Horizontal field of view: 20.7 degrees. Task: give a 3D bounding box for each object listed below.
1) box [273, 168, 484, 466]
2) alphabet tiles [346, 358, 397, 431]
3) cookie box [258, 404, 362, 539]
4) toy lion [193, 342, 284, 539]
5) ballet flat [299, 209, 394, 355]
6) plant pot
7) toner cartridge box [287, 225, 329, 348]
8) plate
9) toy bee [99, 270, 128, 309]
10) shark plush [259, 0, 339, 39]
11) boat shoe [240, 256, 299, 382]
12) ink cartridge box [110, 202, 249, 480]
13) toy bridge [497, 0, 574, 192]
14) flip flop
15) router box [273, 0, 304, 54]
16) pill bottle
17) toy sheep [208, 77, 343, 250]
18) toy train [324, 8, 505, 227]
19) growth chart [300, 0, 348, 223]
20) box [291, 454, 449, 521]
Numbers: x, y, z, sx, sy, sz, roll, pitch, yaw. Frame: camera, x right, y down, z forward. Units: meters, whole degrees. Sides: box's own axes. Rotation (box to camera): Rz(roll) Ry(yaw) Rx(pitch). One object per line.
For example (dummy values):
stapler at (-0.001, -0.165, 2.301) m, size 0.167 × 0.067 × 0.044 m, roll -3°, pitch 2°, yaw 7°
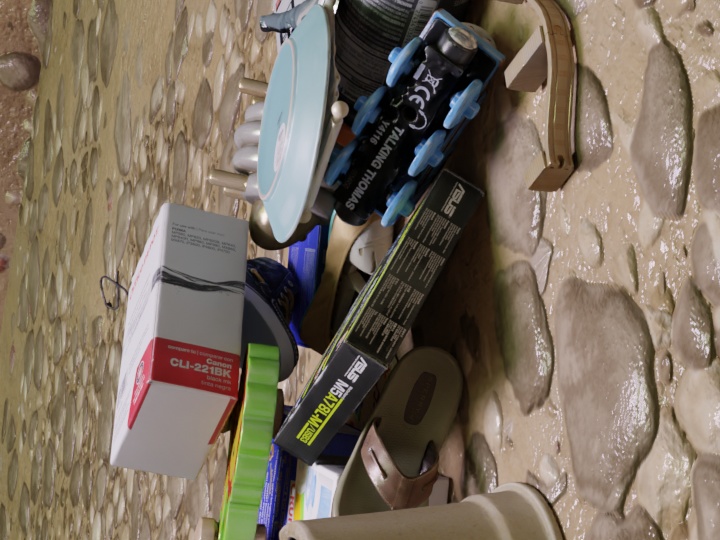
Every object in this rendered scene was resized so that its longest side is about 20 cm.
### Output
box at (0.014, 0.040, 1.616) m, size 0.200 × 0.047 × 0.193 m, roll -59°, pitch 4°, yaw -36°
alphabet tiles at (0.004, 0.157, 1.816) m, size 0.167 × 0.008 × 0.200 m, roll -109°, pitch 31°, yaw -50°
cookie box at (-0.054, 0.222, 1.841) m, size 0.200 × 0.075 × 0.172 m, roll -166°, pitch 83°, yaw -71°
toy lion at (-0.100, 0.166, 1.721) m, size 0.192 × 0.068 × 0.201 m, roll 138°, pitch 139°, yaw -80°
ballet flat at (0.000, 0.000, 1.803) m, size 0.063 × 0.069 × 0.200 m, roll 43°, pitch 131°, yaw 32°
plant pot at (0.031, 0.252, 1.447) m, size 0.200 × 0.183 × 0.201 m, roll -175°, pitch 90°, yaw -71°
toner cartridge box at (-0.037, -0.026, 1.919) m, size 0.095 × 0.043 × 0.201 m, roll -170°, pitch 85°, yaw -70°
plate at (-0.060, -0.124, 1.638) m, size 0.200 × 0.026 × 0.201 m, roll -171°, pitch 90°, yaw -77°
toy bee at (-0.209, 0.071, 2.340) m, size 0.131 × 0.109 × 0.200 m, roll -33°, pitch 79°, yaw 56°
shark plush at (-0.011, -0.246, 1.805) m, size 0.200 × 0.091 × 0.083 m, roll -26°, pitch 46°, yaw 52°
boat shoe at (-0.089, 0.038, 1.879) m, size 0.200 × 0.091 × 0.071 m, roll 44°, pitch 130°, yaw 47°
ink cartridge box at (-0.161, 0.062, 1.762) m, size 0.144 × 0.084 × 0.200 m, roll 119°, pitch 157°, yaw -49°
toy bridge at (0.134, -0.160, 1.483) m, size 0.067 × 0.027 × 0.200 m, roll 126°, pitch 144°, yaw -52°
flip flop at (0.034, 0.151, 1.569) m, size 0.058 × 0.081 × 0.200 m, roll 125°, pitch 167°, yaw -72°
router box at (-0.032, -0.260, 1.950) m, size 0.200 × 0.049 × 0.180 m, roll 125°, pitch 144°, yaw -56°
pill bottle at (0.025, -0.197, 1.687) m, size 0.106 × 0.106 × 0.200 m, roll -105°, pitch 27°, yaw -44°
toy sheep at (-0.056, -0.114, 1.809) m, size 0.138 × 0.138 × 0.201 m, roll 178°, pitch 108°, yaw -71°
toy train at (0.045, -0.123, 1.605) m, size 0.200 × 0.087 × 0.114 m, roll -57°, pitch -7°, yaw 31°
growth chart at (-0.035, -0.151, 1.635) m, size 0.145 × 0.018 × 0.200 m, roll 114°, pitch 161°, yaw -49°
box at (0.000, 0.263, 1.656) m, size 0.112 × 0.101 × 0.201 m, roll -170°, pitch 85°, yaw -71°
